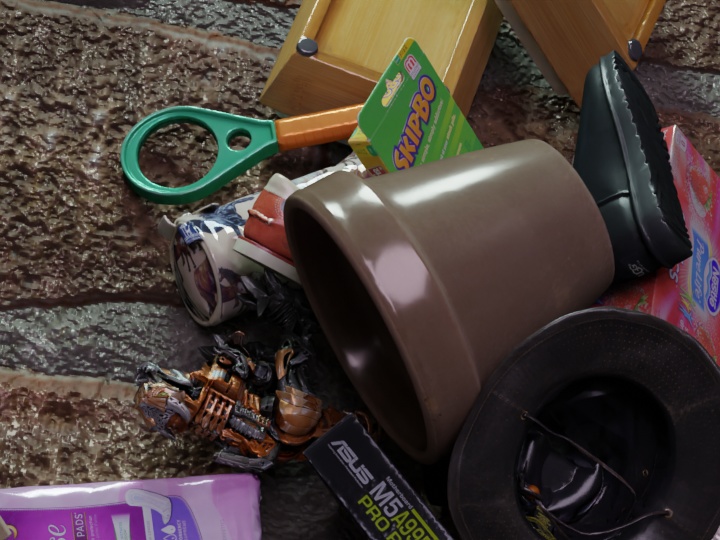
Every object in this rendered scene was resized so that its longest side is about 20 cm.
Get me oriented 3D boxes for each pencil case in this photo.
[{"bbox_3d":[-0.047,-0.034,1.620,0.199,0.078,0.090,-24,82,-24],"label":"pencil case"}]

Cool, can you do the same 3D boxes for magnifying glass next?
[{"bbox_3d":[-0.084,-0.098,1.657,0.198,0.022,0.080,-10,60,-2],"label":"magnifying glass"}]

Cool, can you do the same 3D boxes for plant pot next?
[{"bbox_3d":[0.070,0.003,1.448,0.174,0.201,0.201,-27,66,-13],"label":"plant pot"}]

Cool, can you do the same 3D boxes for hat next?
[{"bbox_3d":[0.148,0.119,1.410,0.199,0.081,0.203,-1,96,-5],"label":"hat"}]

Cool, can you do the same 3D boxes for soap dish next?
[{"bbox_3d":[0.168,-0.255,1.733,0.200,0.081,0.158,53,46,-28],"label":"soap dish"},{"bbox_3d":[0.026,-0.189,1.732,0.156,0.081,0.201,21,57,1],"label":"soap dish"}]

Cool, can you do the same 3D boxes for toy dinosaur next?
[{"bbox_3d":[-0.065,0.091,1.520,0.199,0.102,0.136,33,33,-38],"label":"toy dinosaur"}]

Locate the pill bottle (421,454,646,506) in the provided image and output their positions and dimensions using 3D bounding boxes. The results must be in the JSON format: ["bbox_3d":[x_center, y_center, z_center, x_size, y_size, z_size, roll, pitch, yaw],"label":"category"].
[{"bbox_3d":[0.146,0.122,1.514,0.198,0.112,0.113,0,55,13],"label":"pill bottle"}]

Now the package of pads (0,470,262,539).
[{"bbox_3d":[-0.157,0.201,1.448,0.198,0.076,0.121,-2,56,-13],"label":"package of pads"}]

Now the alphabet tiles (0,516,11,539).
[{"bbox_3d":[-0.327,0.175,1.380,0.199,0.006,0.167,-31,95,9],"label":"alphabet tiles"}]

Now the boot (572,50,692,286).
[{"bbox_3d":[0.142,-0.051,1.585,0.167,0.076,0.201,-26,48,21],"label":"boot"}]

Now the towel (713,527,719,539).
[{"bbox_3d":[0.242,0.188,1.567,0.199,0.035,0.133,-35,70,-28],"label":"towel"}]

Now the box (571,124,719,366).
[{"bbox_3d":[0.208,0.008,1.615,0.103,0.094,0.201,44,45,-37],"label":"box"}]

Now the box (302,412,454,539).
[{"bbox_3d":[0.048,0.199,1.442,0.044,0.160,0.200,-38,70,-4],"label":"box"}]

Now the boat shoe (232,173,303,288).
[{"bbox_3d":[0.000,0.000,1.569,0.199,0.071,0.063,29,84,-29],"label":"boat shoe"}]

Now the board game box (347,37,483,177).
[{"bbox_3d":[0.058,-0.068,1.616,0.030,0.201,0.096,-1,45,39],"label":"board game box"}]
